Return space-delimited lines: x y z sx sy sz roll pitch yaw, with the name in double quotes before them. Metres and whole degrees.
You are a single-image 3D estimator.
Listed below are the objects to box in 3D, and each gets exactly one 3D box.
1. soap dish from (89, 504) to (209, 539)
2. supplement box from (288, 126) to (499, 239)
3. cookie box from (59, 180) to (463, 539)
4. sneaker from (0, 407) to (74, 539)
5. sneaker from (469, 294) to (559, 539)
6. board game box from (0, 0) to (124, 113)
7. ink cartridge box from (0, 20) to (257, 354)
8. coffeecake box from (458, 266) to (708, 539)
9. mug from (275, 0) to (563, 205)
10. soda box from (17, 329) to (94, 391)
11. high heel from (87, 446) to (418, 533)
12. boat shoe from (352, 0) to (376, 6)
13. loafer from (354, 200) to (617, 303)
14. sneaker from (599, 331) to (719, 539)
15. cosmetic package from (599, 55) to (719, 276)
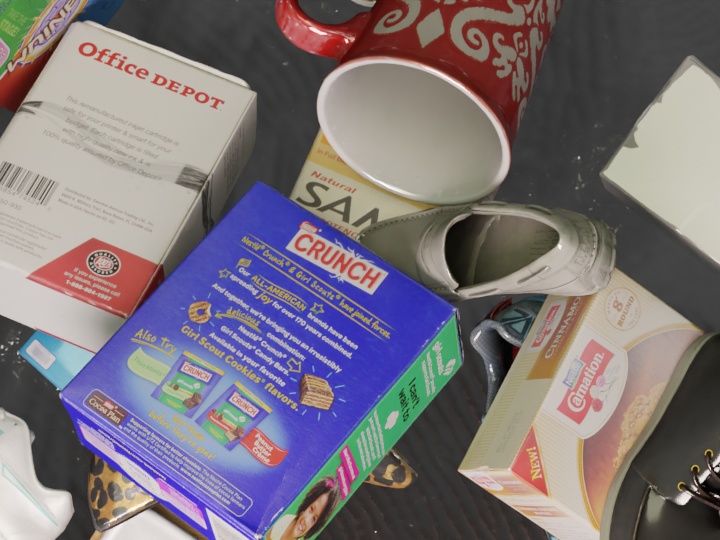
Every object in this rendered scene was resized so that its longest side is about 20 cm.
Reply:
"soap dish" -0.144 0.270 1.469 0.157 0.081 0.200 32 91 10
"supplement box" 0.000 0.000 1.473 0.126 0.074 0.201 23 89 9
"cookie box" -0.059 0.068 1.354 0.171 0.075 0.200 33 67 22
"sneaker" -0.280 0.119 1.515 0.080 0.070 0.200 -37 87 -5
"sneaker" 0.119 0.117 1.427 0.079 0.095 0.201 -27 73 44
"board game box" -0.224 -0.188 1.459 0.040 0.200 0.153 38 92 9
"ink cartridge box" -0.176 -0.054 1.463 0.146 0.083 0.200 22 62 10
"coffeecake box" 0.187 0.115 1.375 0.200 0.073 0.154 34 72 -18
"mug" 0.055 -0.175 1.404 0.133 0.178 0.200 -14 39 44
"soda box" -0.141 0.100 1.489 0.200 0.068 0.064 42 91 10
"high heel" -0.075 0.142 1.399 0.200 0.071 0.143 24 69 8
"boat shoe" -0.058 -0.253 1.510 0.201 0.060 0.072 27 90 10
"loafer" 0.068 -0.015 1.358 0.200 0.070 0.070 -4 74 38
"sneaker" 0.215 0.124 1.287 0.075 0.106 0.200 28 74 -20
"cosmetic package" 0.269 -0.042 1.432 0.200 0.090 0.107 40 92 12
